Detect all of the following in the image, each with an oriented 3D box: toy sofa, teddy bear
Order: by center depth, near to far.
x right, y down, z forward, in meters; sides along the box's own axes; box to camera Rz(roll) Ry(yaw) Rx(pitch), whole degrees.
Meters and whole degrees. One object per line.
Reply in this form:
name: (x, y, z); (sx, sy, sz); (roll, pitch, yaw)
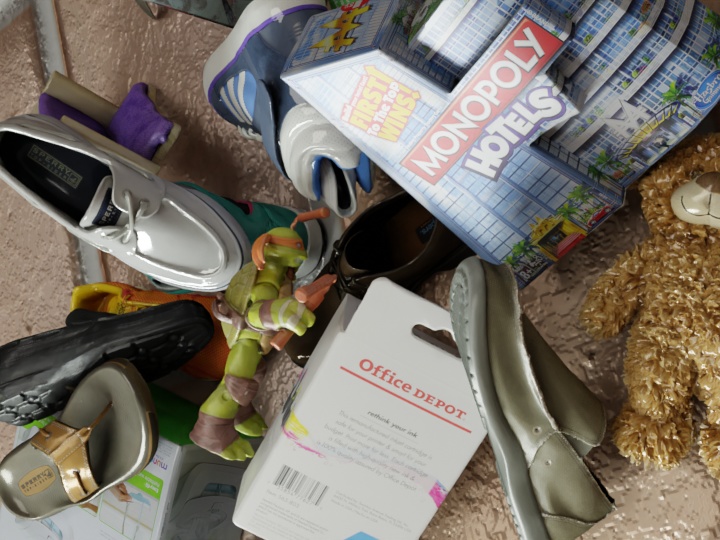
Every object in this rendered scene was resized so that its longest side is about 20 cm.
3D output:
teddy bear: (0.193, 0.021, 0.628); (0.145, 0.067, 0.200); (26, 103, 35)
toy sofa: (-0.215, -0.111, 0.901); (0.098, 0.083, 0.200); (-58, 25, 9)

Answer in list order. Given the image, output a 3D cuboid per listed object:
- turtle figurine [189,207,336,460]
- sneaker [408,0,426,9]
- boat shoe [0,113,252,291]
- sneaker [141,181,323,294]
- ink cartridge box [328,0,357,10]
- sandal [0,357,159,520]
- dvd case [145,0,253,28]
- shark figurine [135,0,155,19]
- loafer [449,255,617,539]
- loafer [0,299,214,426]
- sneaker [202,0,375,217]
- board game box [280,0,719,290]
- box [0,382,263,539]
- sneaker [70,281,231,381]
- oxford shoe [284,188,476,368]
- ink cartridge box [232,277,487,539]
turtle figurine: (-0.068, 0.038, 0.731); (0.200, 0.064, 0.161); (-116, 43, -74)
sneaker: (0.069, -0.134, 0.691); (0.090, 0.067, 0.200); (19, 142, 8)
boat shoe: (-0.170, -0.041, 0.768); (0.200, 0.065, 0.074); (26, 100, 0)
sneaker: (-0.141, -0.022, 0.866); (0.200, 0.121, 0.084); (-1, 86, 39)
ink cartridge box: (0.064, -0.253, 0.741); (0.200, 0.083, 0.147); (-28, 70, 36)
sandal: (-0.220, 0.136, 0.828); (0.200, 0.055, 0.082); (-32, 87, 32)
dvd case: (-0.085, -0.245, 0.787); (0.022, 0.200, 0.146); (27, 103, 37)
shark figurine: (-0.125, -0.286, 0.907); (0.215, 0.089, 0.128); (-48, 26, 17)
loafer: (0.103, 0.075, 0.654); (0.070, 0.075, 0.200); (-18, 117, 3)
loafer: (-0.206, 0.058, 0.861); (0.200, 0.068, 0.070); (-20, 56, 15)
sneaker: (-0.049, -0.097, 0.795); (0.147, 0.080, 0.200); (71, 159, 8)
board game box: (0.069, -0.104, 0.624); (0.200, 0.200, 0.062); (-48, 17, 48)
box: (-0.197, 0.188, 0.912); (0.200, 0.097, 0.177); (17, 98, 38)
sneaker: (-0.161, 0.050, 0.907); (0.200, 0.077, 0.073); (4, 88, 38)
oxford shoe: (0.000, 0.000, 0.776); (0.200, 0.084, 0.073); (-46, 62, 29)
ink cartridge box: (0.012, 0.098, 0.734); (0.115, 0.068, 0.200); (27, 109, -8)
